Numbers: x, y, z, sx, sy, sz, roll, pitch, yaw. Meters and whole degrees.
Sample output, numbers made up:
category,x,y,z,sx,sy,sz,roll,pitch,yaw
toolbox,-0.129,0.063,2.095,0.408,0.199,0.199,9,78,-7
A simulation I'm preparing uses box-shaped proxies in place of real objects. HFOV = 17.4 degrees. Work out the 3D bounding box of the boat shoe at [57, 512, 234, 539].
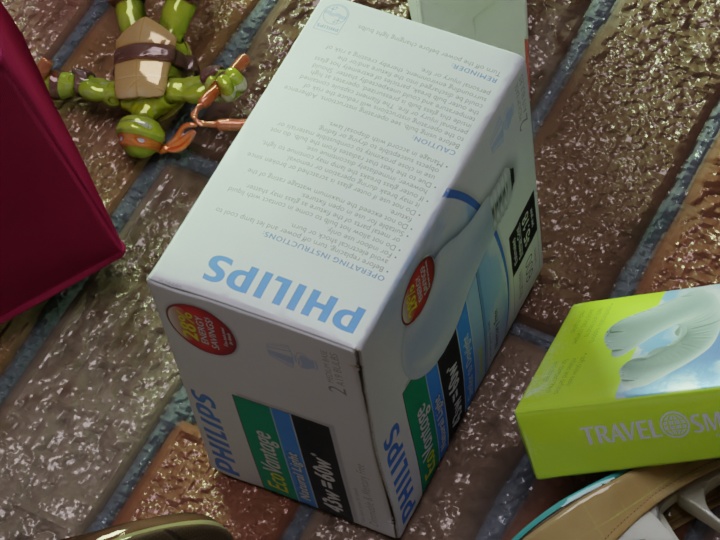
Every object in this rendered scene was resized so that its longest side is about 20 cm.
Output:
category,x,y,z,sx,sy,sz,roll,pitch,yaw
boat shoe,-0.163,0.171,1.248,0.199,0.072,0.068,-21,33,-19

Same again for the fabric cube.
category,x,y,z,sx,sy,sz,roll,pitch,yaw
fabric cube,-0.278,-0.081,1.336,0.199,0.200,0.197,-29,56,-1

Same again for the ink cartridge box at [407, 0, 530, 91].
category,x,y,z,sx,sy,sz,roll,pitch,yaw
ink cartridge box,0.054,-0.210,1.458,0.067,0.117,0.201,-10,54,0

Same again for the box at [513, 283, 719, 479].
category,x,y,z,sx,sy,sz,roll,pitch,yaw
box,0.192,0.052,1.241,0.199,0.048,0.122,-9,24,26

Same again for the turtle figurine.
category,x,y,z,sx,sy,sz,roll,pitch,yaw
turtle figurine,-0.121,-0.136,1.450,0.199,0.064,0.163,-1,75,27

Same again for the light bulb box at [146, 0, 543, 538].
category,x,y,z,sx,sy,sz,roll,pitch,yaw
light bulb box,0.000,0.000,1.271,0.124,0.199,0.201,19,61,20

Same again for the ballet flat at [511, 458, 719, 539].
category,x,y,z,sx,sy,sz,roll,pitch,yaw
ballet flat,0.168,0.123,1.249,0.199,0.069,0.063,-31,64,-14
